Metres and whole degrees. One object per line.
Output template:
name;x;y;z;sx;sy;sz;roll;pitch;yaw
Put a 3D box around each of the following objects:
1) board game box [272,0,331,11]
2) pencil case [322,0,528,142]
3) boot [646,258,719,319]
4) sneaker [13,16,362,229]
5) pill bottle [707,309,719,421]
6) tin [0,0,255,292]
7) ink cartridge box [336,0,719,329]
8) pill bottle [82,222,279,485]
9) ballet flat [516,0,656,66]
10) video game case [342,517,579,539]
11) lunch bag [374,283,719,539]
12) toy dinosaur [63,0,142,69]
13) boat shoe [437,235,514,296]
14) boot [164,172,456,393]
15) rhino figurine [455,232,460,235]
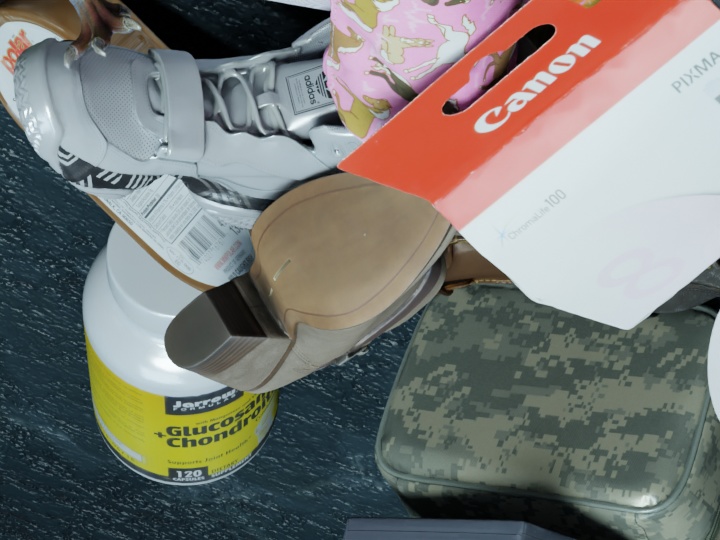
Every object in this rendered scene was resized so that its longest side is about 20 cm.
board game box;-0.032;-0.187;1.274;0.199;0.041;0.200;11;152;18
pencil case;0.025;-0.125;1.217;0.086;0.083;0.200;39;160;21
boot;0.172;-0.039;1.400;0.173;0.070;0.200;-6;148;32
sneaker;-0.061;-0.079;1.335;0.115;0.075;0.200;-24;156;31
pill bottle;0.265;0.049;1.360;0.199;0.113;0.112;8;161;-29
tin;-0.111;-0.067;1.485;0.200;0.042;0.112;44;145;-1
ink cartridge box;0.112;-0.052;1.265;0.162;0.057;0.200;-40;151;26
pill bottle;-0.101;0.036;1.658;0.111;0.112;0.200;17;154;7
ballet flat;0.102;-0.116;1.280;0.065;0.070;0.200;38;141;13
video game case;0.110;0.163;1.550;0.199;0.019;0.143;20;164;-36
lunch bag;0.125;0.103;1.598;0.199;0.140;0.168;5;149;29
toy dinosaur;-0.143;-0.180;1.231;0.200;0.105;0.182;5;133;49
boat shoe;0.032;-0.012;1.525;0.199;0.068;0.072;9;153;20
boot;0.000;0.000;1.413;0.199;0.071;0.146;-27;169;30
rhino figurine;-0.010;-0.062;1.473;0.199;0.060;0.088;10;149;24
